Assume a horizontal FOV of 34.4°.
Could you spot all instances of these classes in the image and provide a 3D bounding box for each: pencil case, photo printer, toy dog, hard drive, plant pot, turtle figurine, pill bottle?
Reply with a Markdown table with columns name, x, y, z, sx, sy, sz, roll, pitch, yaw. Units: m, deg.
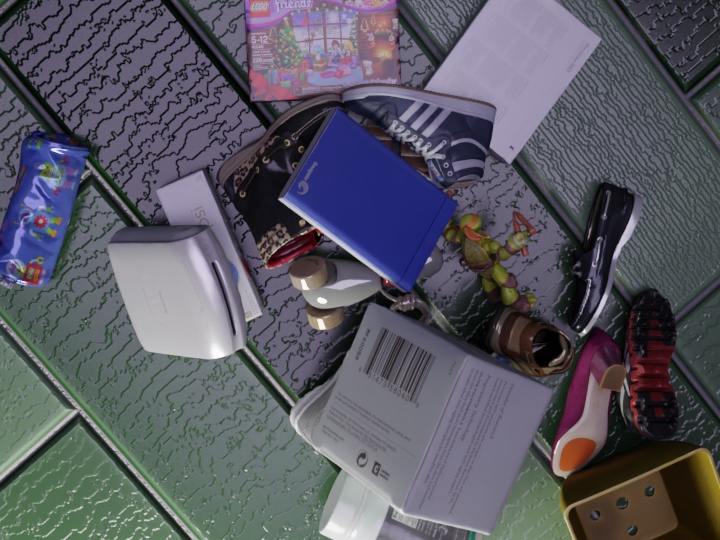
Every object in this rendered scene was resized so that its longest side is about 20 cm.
| name | x | y | z | sx | sy | sz | roll | pitch | yaw |
| --- | --- | --- | --- | --- | --- | --- | --- | --- | --- |
| pencil case | -0.410 | -0.078 | 1.470 | 0.086 | 0.078 | 0.203 | 16 | 96 | -28 |
| photo printer | -0.222 | 0.025 | 1.435 | 0.069 | 0.198 | 0.169 | -28 | 109 | -37 |
| toy dog | 0.000 | 0.000 | 1.505 | 0.196 | 0.097 | 0.134 | 0 | 126 | -14 |
| hard drive | 0.012 | -0.085 | 1.419 | 0.199 | 0.025 | 0.133 | 36 | 75 | -19 |
| plant pot | 0.368 | 0.335 | 1.526 | 0.197 | 0.176 | 0.203 | -23 | 98 | -1 |
| turtle figurine | 0.166 | -0.015 | 1.478 | 0.064 | 0.199 | 0.162 | -46 | 123 | -22 |
| pill bottle | 0.052 | 0.341 | 1.538 | 0.197 | 0.113 | 0.115 | 24 | 95 | -6 |

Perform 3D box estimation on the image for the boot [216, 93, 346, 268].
| name | x | y | z | sx | sy | sz | roll | pitch | yaw |
| --- | --- | --- | --- | --- | --- | --- | --- | --- | --- |
| boot | -0.078 | -0.111 | 1.447 | 0.199 | 0.073 | 0.152 | -33 | 67 | 16 |

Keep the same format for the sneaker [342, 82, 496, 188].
| name | x | y | z | sx | sy | sz | roll | pitch | yaw |
| --- | --- | --- | --- | --- | --- | --- | --- | --- | --- |
| sneaker | 0.070 | -0.164 | 1.433 | 0.196 | 0.070 | 0.111 | 8 | 86 | -12 |

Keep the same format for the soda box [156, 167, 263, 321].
| name | x | y | z | sx | sy | sz | roll | pitch | yaw |
| --- | --- | --- | --- | --- | --- | --- | --- | --- | --- |
| soda box | -0.192 | -0.026 | 1.500 | 0.067 | 0.064 | 0.203 | -22 | 99 | 0 |

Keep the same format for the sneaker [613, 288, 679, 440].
| name | x | y | z | sx | sy | sz | roll | pitch | yaw |
| --- | --- | --- | --- | --- | --- | --- | --- | --- | --- |
| sneaker | 0.378 | 0.129 | 1.553 | 0.070 | 0.098 | 0.204 | 5 | 74 | -11 |

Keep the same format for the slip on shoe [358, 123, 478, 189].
| name | x | y | z | sx | sy | sz | roll | pitch | yaw |
| --- | --- | --- | --- | --- | --- | --- | --- | --- | --- |
| slip on shoe | 0.059 | -0.145 | 1.503 | 0.196 | 0.061 | 0.077 | 4 | 79 | -7 |

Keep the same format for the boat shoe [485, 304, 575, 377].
| name | x | y | z | sx | sy | sz | roll | pitch | yaw |
| --- | --- | --- | --- | --- | --- | --- | --- | --- | --- |
| boat shoe | 0.232 | 0.102 | 1.484 | 0.073 | 0.199 | 0.077 | 19 | 88 | 36 |

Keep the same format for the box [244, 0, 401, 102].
| name | x | y | z | sx | sy | sz | roll | pitch | yaw |
| --- | --- | --- | --- | --- | --- | --- | --- | --- | --- |
| box | -0.048 | -0.289 | 1.486 | 0.196 | 0.039 | 0.139 | -4 | 97 | -3 |

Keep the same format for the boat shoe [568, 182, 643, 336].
| name | x | y | z | sx | sy | sz | roll | pitch | yaw |
| --- | --- | --- | --- | --- | --- | --- | --- | --- | --- |
| boat shoe | 0.307 | -0.016 | 1.532 | 0.060 | 0.076 | 0.203 | 22 | 84 | -7 |

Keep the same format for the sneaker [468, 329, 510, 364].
| name | x | y | z | sx | sy | sz | roll | pitch | yaw |
| --- | --- | --- | --- | --- | --- | --- | --- | --- | --- |
| sneaker | 0.160 | 0.167 | 1.550 | 0.088 | 0.079 | 0.202 | 27 | 101 | -17 |

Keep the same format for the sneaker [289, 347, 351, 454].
| name | x | y | z | sx | sy | sz | roll | pitch | yaw |
| --- | --- | --- | --- | --- | --- | --- | --- | --- | --- |
| sneaker | 0.000 | 0.162 | 1.518 | 0.200 | 0.082 | 0.074 | -46 | 131 | 10 |

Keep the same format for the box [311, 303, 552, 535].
| name | x | y | z | sx | sy | sz | roll | pitch | yaw |
| --- | --- | --- | --- | --- | --- | --- | --- | --- | --- |
| box | 0.085 | 0.179 | 1.415 | 0.170 | 0.198 | 0.203 | 21 | 93 | -40 |

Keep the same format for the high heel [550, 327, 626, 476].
| name | x | y | z | sx | sy | sz | roll | pitch | yaw |
| --- | --- | --- | --- | --- | --- | --- | --- | --- | --- |
| high heel | 0.303 | 0.180 | 1.577 | 0.066 | 0.097 | 0.202 | 17 | 116 | -16 |

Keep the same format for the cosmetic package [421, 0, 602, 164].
| name | x | y | z | sx | sy | sz | roll | pitch | yaw |
| --- | --- | --- | --- | --- | --- | --- | --- | --- | --- |
| cosmetic package | 0.192 | -0.263 | 1.499 | 0.150 | 0.052 | 0.201 | 37 | 94 | -6 |
